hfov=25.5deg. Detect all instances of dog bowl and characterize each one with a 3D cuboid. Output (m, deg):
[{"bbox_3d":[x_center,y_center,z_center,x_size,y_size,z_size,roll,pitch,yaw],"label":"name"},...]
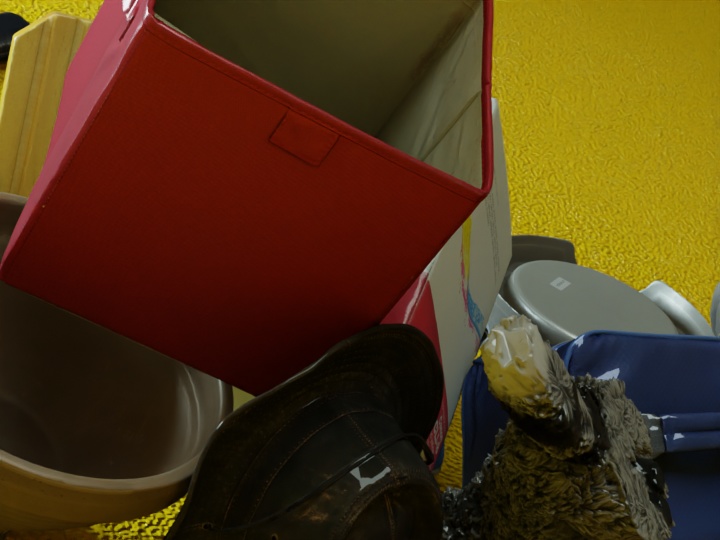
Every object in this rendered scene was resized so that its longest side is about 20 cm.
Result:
[{"bbox_3d":[0.177,0.047,1.247,0.198,0.059,0.201,17,25,-8],"label":"dog bowl"}]

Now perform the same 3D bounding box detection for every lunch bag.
[{"bbox_3d":[0.174,0.111,0.974,0.198,0.138,0.132,3,-9,-29],"label":"lunch bag"}]

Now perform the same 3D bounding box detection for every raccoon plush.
[{"bbox_3d":[0.067,0.096,0.796,0.201,0.133,0.097,55,27,-31],"label":"raccoon plush"}]

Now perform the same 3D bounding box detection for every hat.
[{"bbox_3d":[-0.010,0.128,0.783,0.199,0.202,0.081,-11,44,-48],"label":"hat"}]

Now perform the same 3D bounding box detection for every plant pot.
[{"bbox_3d":[-0.169,0.060,0.779,0.199,0.093,0.202,26,30,-16],"label":"plant pot"}]

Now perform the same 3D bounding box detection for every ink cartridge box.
[{"bbox_3d":[0.000,0.000,0.990,0.144,0.146,0.201,9,49,19],"label":"ink cartridge box"}]

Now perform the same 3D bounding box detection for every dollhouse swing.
[{"bbox_3d":[-0.157,-0.047,1.049,0.198,0.177,0.182,11,26,-20],"label":"dollhouse swing"}]

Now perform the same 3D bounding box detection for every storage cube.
[{"bbox_3d":[-0.052,-0.069,0.790,0.198,0.180,0.172,26,40,-18],"label":"storage cube"}]

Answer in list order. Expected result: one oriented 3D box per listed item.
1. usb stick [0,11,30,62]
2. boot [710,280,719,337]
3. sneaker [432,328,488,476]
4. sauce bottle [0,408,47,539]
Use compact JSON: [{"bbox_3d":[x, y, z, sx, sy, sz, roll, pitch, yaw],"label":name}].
[{"bbox_3d":[-0.352,-0.191,1.362,0.055,0.033,0.199,36,28,16],"label":"usb stick"},{"bbox_3d":[0.296,0.088,1.109,0.073,0.201,0.096,-16,45,16],"label":"boot"},{"bbox_3d":[0.038,0.063,1.072,0.078,0.090,0.201,19,30,0],"label":"sneaker"},{"bbox_3d":[-0.218,0.124,0.797,0.064,0.065,0.200,27,28,15],"label":"sauce bottle"}]
